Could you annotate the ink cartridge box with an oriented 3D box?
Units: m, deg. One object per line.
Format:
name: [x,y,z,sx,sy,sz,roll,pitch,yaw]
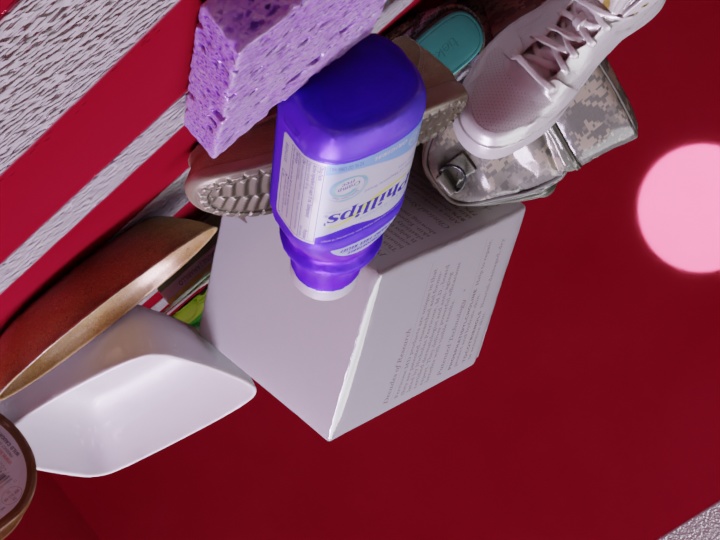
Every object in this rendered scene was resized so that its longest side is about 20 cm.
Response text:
ink cartridge box: [-0.144,-0.016,1.292,0.145,0.048,0.200,-39,180,32]

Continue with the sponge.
sponge: [-0.027,-0.114,0.637,0.111,0.030,0.200,-39,-179,-12]

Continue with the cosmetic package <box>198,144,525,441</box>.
cosmetic package: [0.000,0.000,1.167,0.199,0.167,0.168,-22,138,-45]

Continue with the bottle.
bottle: [-0.013,-0.050,0.829,0.083,0.066,0.201,-28,157,-22]

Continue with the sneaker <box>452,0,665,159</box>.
sneaker: [0.139,-0.166,0.924,0.200,0.074,0.116,-45,172,-13]

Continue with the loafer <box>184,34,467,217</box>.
loafer: [-0.028,-0.095,0.904,0.198,0.069,0.076,-22,163,-21]

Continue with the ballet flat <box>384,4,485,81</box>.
ballet flat: [0.006,-0.127,1.052,0.199,0.072,0.072,-38,-179,-10]

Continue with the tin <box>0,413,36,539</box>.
tin: [-0.329,0.177,1.047,0.200,0.112,0.042,-40,173,-42]

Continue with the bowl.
bowl: [-0.212,0.098,1.206,0.198,0.075,0.200,-29,156,16]

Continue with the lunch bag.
lunch bag: [0.118,-0.150,1.148,0.166,0.140,0.201,-28,-153,13]

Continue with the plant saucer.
plant saucer: [-0.191,0.018,1.010,0.199,0.036,0.200,-38,180,0]

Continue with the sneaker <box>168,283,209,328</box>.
sneaker: [-0.145,0.068,1.326,0.199,0.084,0.074,-36,-177,39]
